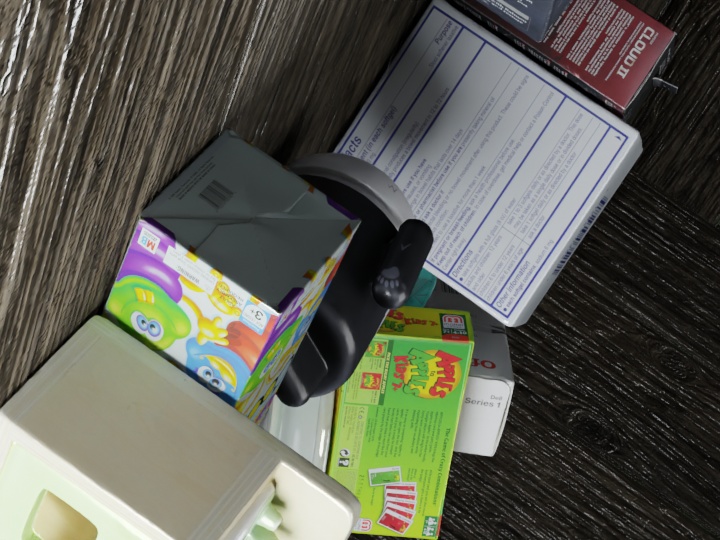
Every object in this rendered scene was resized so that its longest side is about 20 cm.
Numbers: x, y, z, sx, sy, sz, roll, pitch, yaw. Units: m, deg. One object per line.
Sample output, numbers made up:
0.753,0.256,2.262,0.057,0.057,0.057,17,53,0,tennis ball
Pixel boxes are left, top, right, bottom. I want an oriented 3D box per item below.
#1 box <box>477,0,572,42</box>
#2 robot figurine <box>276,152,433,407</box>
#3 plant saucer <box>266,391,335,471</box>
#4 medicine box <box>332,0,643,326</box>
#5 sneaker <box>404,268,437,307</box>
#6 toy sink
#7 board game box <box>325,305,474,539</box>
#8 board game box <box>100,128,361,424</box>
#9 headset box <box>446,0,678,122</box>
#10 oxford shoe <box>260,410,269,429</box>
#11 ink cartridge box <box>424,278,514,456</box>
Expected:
0.133,-0.280,1.349,0.197,0.117,0.200,-55,175,-8,box
-0.037,0.009,1.455,0.125,0.149,0.200,105,11,-46,robot figurine
-0.053,0.122,1.799,0.200,0.050,0.202,-173,-90,-87,plant saucer
0.094,-0.085,1.672,0.183,0.199,0.103,-56,171,5,medicine box
0.000,0.000,1.753,0.200,0.120,0.084,-48,170,-49,sneaker
-0.123,0.150,1.238,0.112,0.199,0.131,-50,172,-45,toy sink
0.027,0.125,1.726,0.048,0.101,0.201,-96,-168,-58,board game box
-0.094,0.033,1.290,0.105,0.103,0.200,-49,171,-44,board game box
0.166,-0.193,1.664,0.075,0.199,0.149,-56,173,4,headset box
-0.096,0.136,1.948,0.201,0.072,0.084,-58,175,20,oxford shoe
0.049,0.066,1.837,0.200,0.145,0.085,-92,-167,-59,ink cartridge box
